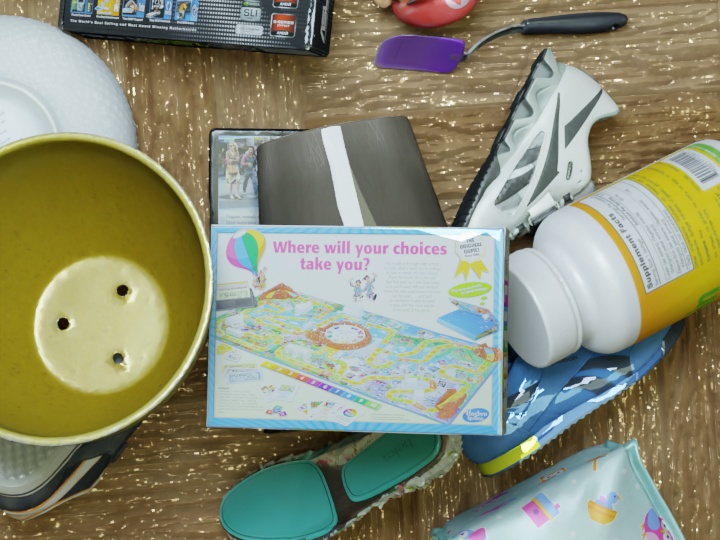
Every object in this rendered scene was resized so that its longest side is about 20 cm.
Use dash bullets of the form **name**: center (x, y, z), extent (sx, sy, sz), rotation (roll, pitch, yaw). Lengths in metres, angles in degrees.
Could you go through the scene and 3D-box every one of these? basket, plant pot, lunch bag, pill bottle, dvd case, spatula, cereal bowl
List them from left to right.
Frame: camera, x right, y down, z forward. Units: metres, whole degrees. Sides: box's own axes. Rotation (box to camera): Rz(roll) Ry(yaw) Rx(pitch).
- **cereal bowl**: center (-0.259, -0.085, 1.191), extent (0.198, 0.083, 0.203), rotation (0, 93, -6)
- **plant pot**: center (-0.186, 0.026, 1.114), extent (0.197, 0.142, 0.202), rotation (-1, 77, 4)
- **dvd case**: center (-0.044, -0.006, 1.251), extent (0.141, 0.018, 0.203), rotation (0, 93, -6)
- **basket**: center (0.000, 0.000, 1.183), extent (0.178, 0.136, 0.202), rotation (-10, 90, 12)
- **spatula**: center (0.109, -0.176, 1.253), extent (0.198, 0.057, 0.021), rotation (-13, 74, -13)
- **lunch bag**: center (0.169, 0.249, 1.233), extent (0.169, 0.122, 0.202), rotation (-27, 89, -8)
- **pill bottle**: center (0.196, -0.008, 1.213), extent (0.199, 0.111, 0.112), rotation (-25, 95, -18)

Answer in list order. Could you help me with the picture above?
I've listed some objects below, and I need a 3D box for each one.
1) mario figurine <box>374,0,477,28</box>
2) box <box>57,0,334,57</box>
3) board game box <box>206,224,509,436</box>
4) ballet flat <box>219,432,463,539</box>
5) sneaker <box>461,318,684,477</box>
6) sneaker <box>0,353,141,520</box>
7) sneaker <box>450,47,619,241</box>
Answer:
- **mario figurine**: center (0.010, -0.260, 1.200), extent (0.200, 0.123, 0.106), rotation (46, 43, 1)
- **box**: center (-0.112, -0.241, 1.184), extent (0.198, 0.044, 0.162), rotation (7, 92, 17)
- **board game box**: center (-0.002, 0.038, 1.101), extent (0.198, 0.034, 0.136), rotation (1, 88, 11)
- **ballet flat**: center (-0.008, 0.159, 1.230), extent (0.198, 0.064, 0.076), rotation (-22, 72, 19)
- **sneaker**: center (0.151, 0.071, 1.252), extent (0.199, 0.066, 0.079), rotation (-34, 95, -4)
- **sneaker**: center (-0.197, 0.099, 1.212), extent (0.078, 0.080, 0.200), rotation (38, 61, 20)
- **sneaker**: center (0.128, -0.058, 1.241), extent (0.088, 0.074, 0.201), rotation (29, 89, -5)
